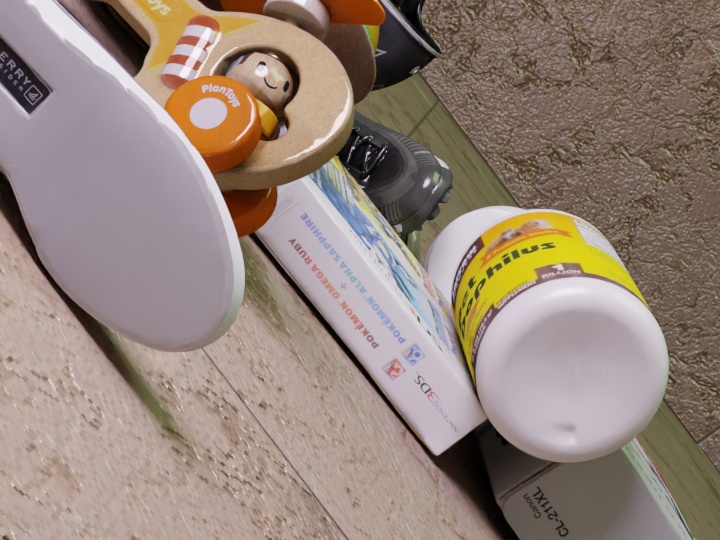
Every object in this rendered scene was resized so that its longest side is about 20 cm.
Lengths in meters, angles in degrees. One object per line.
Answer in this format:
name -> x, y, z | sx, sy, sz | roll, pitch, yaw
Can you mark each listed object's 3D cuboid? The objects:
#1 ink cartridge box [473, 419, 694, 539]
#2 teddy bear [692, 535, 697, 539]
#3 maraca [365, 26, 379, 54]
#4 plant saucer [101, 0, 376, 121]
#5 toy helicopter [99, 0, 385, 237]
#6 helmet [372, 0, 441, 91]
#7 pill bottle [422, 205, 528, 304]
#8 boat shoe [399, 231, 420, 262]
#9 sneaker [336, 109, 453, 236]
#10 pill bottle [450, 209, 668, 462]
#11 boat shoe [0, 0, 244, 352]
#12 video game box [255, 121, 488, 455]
ink cartridge box -> 0.143, 0.139, 1.365 | 0.146, 0.083, 0.200 | 56, 6, -17
teddy bear -> 0.244, 0.259, 1.520 | 0.200, 0.067, 0.145 | 59, 7, 31
maraca -> -0.065, -0.164, 1.342 | 0.200, 0.107, 0.137 | 14, -48, 48
plant saucer -> -0.083, -0.147, 1.205 | 0.200, 0.035, 0.200 | 30, -21, 13
toy helicopter -> -0.077, -0.121, 1.092 | 0.200, 0.132, 0.079 | 44, -17, 27
helmet -> -0.019, -0.239, 1.713 | 0.200, 0.191, 0.200 | 18, 0, 0
pill bottle -> 0.103, 0.017, 1.523 | 0.112, 0.112, 0.200 | 55, 3, 14
boat shoe -> 0.013, -0.034, 1.542 | 0.200, 0.057, 0.067 | -89, 177, -72
sneaker -> -0.013, -0.079, 1.447 | 0.090, 0.067, 0.200 | 37, -1, -31
pill bottle -> 0.112, 0.029, 1.285 | 0.109, 0.109, 0.200 | 51, 8, -16
boat shoe -> -0.110, -0.054, 0.818 | 0.200, 0.071, 0.070 | 48, 10, 7
video game box -> 0.000, 0.000, 1.303 | 0.182, 0.047, 0.200 | 54, 7, -16
